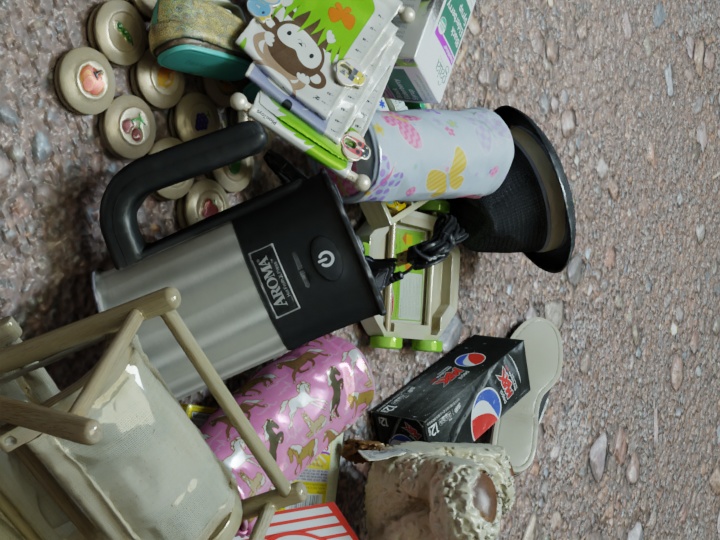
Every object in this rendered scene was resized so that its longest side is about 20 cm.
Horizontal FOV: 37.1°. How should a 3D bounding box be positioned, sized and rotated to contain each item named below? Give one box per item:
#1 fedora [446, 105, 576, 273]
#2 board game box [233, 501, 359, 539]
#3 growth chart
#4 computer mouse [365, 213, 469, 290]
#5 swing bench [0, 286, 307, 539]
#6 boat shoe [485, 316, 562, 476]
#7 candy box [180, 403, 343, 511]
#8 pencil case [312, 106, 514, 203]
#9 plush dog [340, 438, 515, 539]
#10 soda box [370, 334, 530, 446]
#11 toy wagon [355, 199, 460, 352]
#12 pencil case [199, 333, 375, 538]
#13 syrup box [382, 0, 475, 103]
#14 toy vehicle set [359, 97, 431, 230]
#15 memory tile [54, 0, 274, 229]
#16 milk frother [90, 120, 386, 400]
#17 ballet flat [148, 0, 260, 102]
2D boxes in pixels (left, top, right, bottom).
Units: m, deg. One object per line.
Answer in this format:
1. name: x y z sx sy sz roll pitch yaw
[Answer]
1. fedora: 0.142 -0.072 1.114 0.091 0.201 0.202 -19 109 -10
2. board game box: -0.066 0.265 0.846 0.199 0.152 0.046 1 128 -43
3. growth chart: -0.031 -0.175 0.851 0.144 0.018 0.201 27 61 -18
4. computer mouse: 0.000 0.000 0.940 0.046 0.199 0.140 61 24 -3
5. swing bench: -0.176 0.136 0.705 0.200 0.199 0.130 63 33 -31
6. boat shoe: 0.184 0.149 1.254 0.063 0.072 0.201 109 0 -61
7. candy box: -0.089 0.177 0.929 0.199 0.026 0.103 19 73 -49
8. pencil case: 0.049 -0.107 0.963 0.199 0.091 0.084 -9 132 -46
9. plush dog: 0.052 0.246 0.970 0.200 0.159 0.173 7 87 -77
10. soda box: 0.100 0.136 1.123 0.200 0.070 0.064 -31 117 -46
11. toy wagon: 0.034 0.000 1.068 0.199 0.039 0.157 8 84 -50
12. pencil case: -0.066 0.129 0.875 0.200 0.082 0.087 -43 146 -45
13. syrup box: 0.057 -0.259 0.969 0.079 0.081 0.201 45 60 -59
14. toy vehicle set: 0.015 -0.153 1.021 0.124 0.026 0.201 -35 105 -44
15. memory tile: -0.146 -0.137 0.865 0.200 0.017 0.154 50 54 -38
16. milk frother: -0.095 -0.004 0.834 0.200 0.187 0.182 73 -6 -77
17. ballet flat: -0.090 -0.179 0.876 0.199 0.070 0.071 13 80 -50
